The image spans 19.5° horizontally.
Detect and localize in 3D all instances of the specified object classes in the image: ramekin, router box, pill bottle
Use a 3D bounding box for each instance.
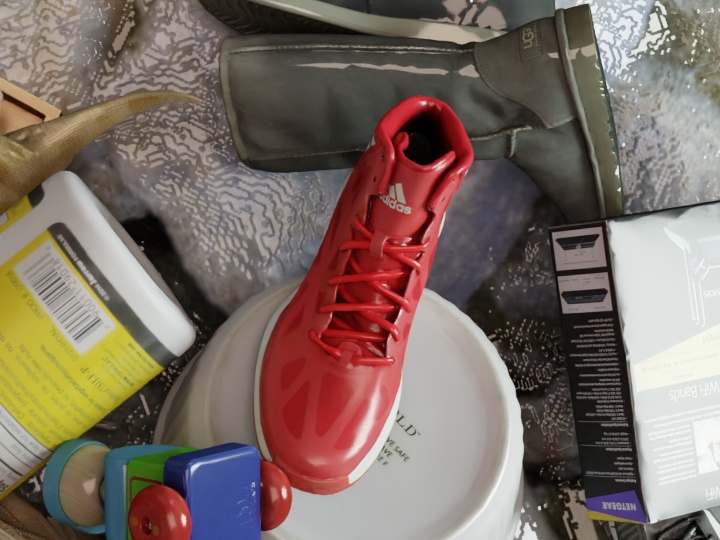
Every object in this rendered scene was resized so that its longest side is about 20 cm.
[{"bbox_3d":[-0.007,0.092,1.080,0.201,0.094,0.204,3,64,-7],"label":"ramekin"},{"bbox_3d":[0.202,0.040,1.129,0.199,0.052,0.158,-8,91,-33],"label":"router box"},{"bbox_3d":[-0.190,0.052,1.038,0.200,0.111,0.112,-38,94,-1],"label":"pill bottle"}]

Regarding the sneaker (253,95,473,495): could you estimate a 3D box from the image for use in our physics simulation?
[{"bbox_3d":[0.000,0.000,1.007,0.078,0.116,0.201,14,60,-1],"label":"sneaker"}]

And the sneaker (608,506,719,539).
[{"bbox_3d":[0.193,0.180,1.144,0.066,0.090,0.201,-21,91,-9],"label":"sneaker"}]

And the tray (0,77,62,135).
[{"bbox_3d":[-0.270,-0.088,1.112,0.199,0.037,0.099,28,85,-6],"label":"tray"}]

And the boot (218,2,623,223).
[{"bbox_3d":[0.037,-0.070,1.128,0.199,0.182,0.073,-11,46,8],"label":"boot"}]

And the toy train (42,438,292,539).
[{"bbox_3d":[-0.099,0.179,1.000,0.084,0.115,0.202,-9,101,-49],"label":"toy train"}]

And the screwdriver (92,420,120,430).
[{"bbox_3d":[-0.227,0.065,1.119,0.199,0.028,0.029,5,59,-9],"label":"screwdriver"}]

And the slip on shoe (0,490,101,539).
[{"bbox_3d":[-0.158,0.154,1.096,0.199,0.076,0.061,25,65,12],"label":"slip on shoe"}]

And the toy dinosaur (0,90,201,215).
[{"bbox_3d":[-0.187,-0.057,1.088,0.200,0.058,0.101,-41,110,-1],"label":"toy dinosaur"}]

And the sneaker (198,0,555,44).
[{"bbox_3d":[0.011,-0.172,1.144,0.199,0.075,0.107,9,80,-14],"label":"sneaker"}]
